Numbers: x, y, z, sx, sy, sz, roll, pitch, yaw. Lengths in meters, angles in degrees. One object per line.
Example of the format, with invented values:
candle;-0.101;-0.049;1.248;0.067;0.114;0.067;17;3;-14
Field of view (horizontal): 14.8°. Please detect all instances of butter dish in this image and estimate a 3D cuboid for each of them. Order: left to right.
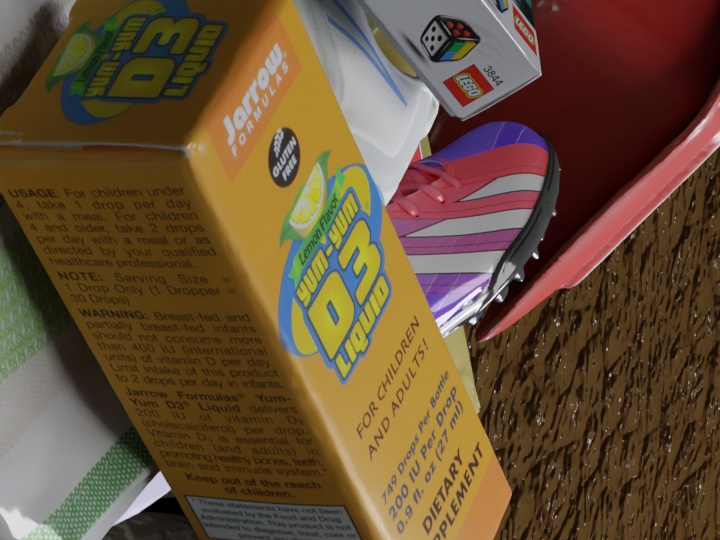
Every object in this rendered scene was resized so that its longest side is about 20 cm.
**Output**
butter dish;0.088;-0.104;1.205;0.199;0.148;0.200;-47;-173;47

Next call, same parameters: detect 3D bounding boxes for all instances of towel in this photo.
towel;-0.075;-0.032;0.741;0.149;0.031;0.200;-48;136;-49

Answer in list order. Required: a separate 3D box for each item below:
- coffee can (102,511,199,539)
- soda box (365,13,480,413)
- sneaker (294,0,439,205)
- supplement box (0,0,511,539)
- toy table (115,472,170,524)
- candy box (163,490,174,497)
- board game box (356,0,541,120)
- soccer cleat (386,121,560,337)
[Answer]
coffee can;-0.064;0.202;0.942;0.146;0.146;0.200;-61;146;-39
soda box;-0.008;-0.006;1.046;0.068;0.064;0.200;-57;145;-44
sneaker;-0.051;-0.095;0.847;0.200;0.075;0.087;50;58;-19
supplement box;-0.025;0.018;0.750;0.067;0.069;0.200;-63;141;-36
toy table;-0.131;0.009;0.800;0.200;0.117;0.184;30;69;-61
candy box;-0.063;-0.016;1.033;0.102;0.026;0.200;9;88;-67
board game box;-0.015;-0.153;0.834;0.200;0.035;0.126;48;23;-33
soccer cleat;0.000;0.000;0.946;0.073;0.068;0.200;54;54;-18
